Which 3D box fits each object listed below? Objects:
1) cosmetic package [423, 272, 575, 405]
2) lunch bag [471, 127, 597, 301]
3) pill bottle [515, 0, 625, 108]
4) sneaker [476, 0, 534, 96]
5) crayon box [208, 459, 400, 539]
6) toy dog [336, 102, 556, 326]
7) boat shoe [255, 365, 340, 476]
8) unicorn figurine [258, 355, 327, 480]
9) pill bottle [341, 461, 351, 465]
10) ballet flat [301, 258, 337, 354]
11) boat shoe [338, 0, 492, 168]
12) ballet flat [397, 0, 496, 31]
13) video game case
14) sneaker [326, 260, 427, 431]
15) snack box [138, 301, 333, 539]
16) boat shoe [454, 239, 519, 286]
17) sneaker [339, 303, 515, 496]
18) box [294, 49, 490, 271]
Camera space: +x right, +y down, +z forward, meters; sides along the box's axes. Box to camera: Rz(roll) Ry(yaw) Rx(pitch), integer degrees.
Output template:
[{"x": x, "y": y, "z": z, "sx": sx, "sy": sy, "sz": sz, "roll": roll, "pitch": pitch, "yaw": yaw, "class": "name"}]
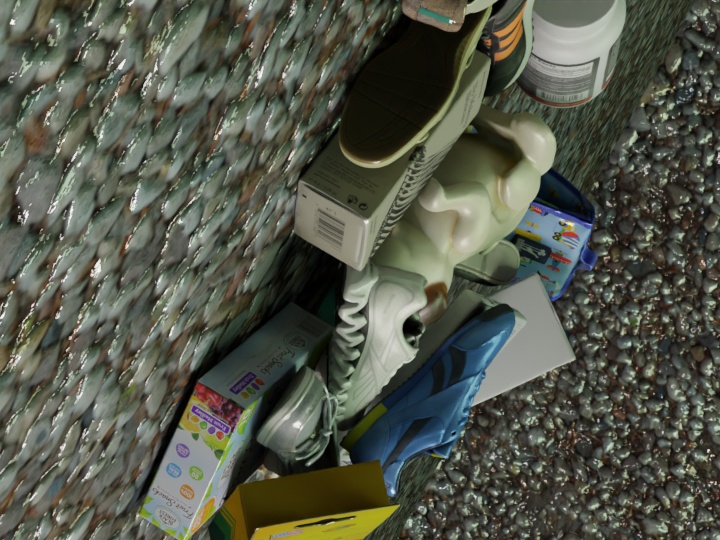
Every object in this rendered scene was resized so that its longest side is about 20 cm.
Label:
[{"x": 0.112, "y": 0.088, "z": 1.674, "sx": 0.199, "sy": 0.102, "sz": 0.074, "roll": -23, "pitch": 176, "yaw": 0, "class": "cosmetic package"}, {"x": 0.162, "y": -0.057, "z": 1.706, "sx": 0.094, "sy": 0.199, "sz": 0.151, "roll": -52, "pitch": 167, "yaw": -33, "class": "lunch bag"}, {"x": 0.209, "y": -0.250, "z": 1.634, "sx": 0.116, "sy": 0.115, "sz": 0.200, "roll": -57, "pitch": 169, "yaw": -10, "class": "pill bottle"}, {"x": 0.111, "y": -0.227, "z": 1.416, "sx": 0.090, "sy": 0.070, "sz": 0.201, "roll": -32, "pitch": 154, "yaw": -36, "class": "sneaker"}, {"x": -0.051, "y": 0.210, "z": 1.373, "sx": 0.126, "sy": 0.051, "sz": 0.200, "roll": -7, "pitch": 162, "yaw": -18, "class": "crayon box"}, {"x": 0.061, "y": -0.047, "z": 1.447, "sx": 0.200, "sy": 0.139, "sz": 0.194, "roll": -49, "pitch": 159, "yaw": -21, "class": "toy dog"}, {"x": -0.044, "y": 0.139, "z": 1.361, "sx": 0.075, "sy": 0.065, "sz": 0.202, "roll": -56, "pitch": 170, "yaw": -22, "class": "boat shoe"}, {"x": -0.066, "y": 0.134, "z": 1.548, "sx": 0.138, "sy": 0.074, "sz": 0.200, "roll": -54, "pitch": -172, "yaw": -12, "class": "unicorn figurine"}, {"x": -0.015, "y": 0.232, "z": 1.889, "sx": 0.201, "sy": 0.119, "sz": 0.120, "roll": -60, "pitch": 169, "yaw": 3, "class": "pill bottle"}, {"x": 0.000, "y": 0.000, "z": 1.513, "sx": 0.200, "sy": 0.070, "sz": 0.071, "roll": -55, "pitch": 168, "yaw": -28, "class": "ballet flat"}, {"x": 0.046, "y": -0.153, "z": 1.277, "sx": 0.063, "sy": 0.073, "sz": 0.201, "roll": 90, "pitch": 25, "yaw": -61, "class": "boat shoe"}, {"x": 0.101, "y": -0.252, "z": 1.264, "sx": 0.200, "sy": 0.067, "sz": 0.068, "roll": -53, "pitch": 168, "yaw": -31, "class": "ballet flat"}, {"x": 0.065, "y": 0.105, "z": 1.541, "sx": 0.200, "sy": 0.023, "sz": 0.182, "roll": -48, "pitch": 161, "yaw": 8, "class": "video game case"}, {"x": 0.011, "y": 0.070, "z": 1.387, "sx": 0.201, "sy": 0.080, "sz": 0.075, "roll": 100, "pitch": -9, "yaw": -48, "class": "sneaker"}, {"x": -0.102, "y": 0.125, "z": 1.378, "sx": 0.143, "sy": 0.053, "sz": 0.200, "roll": -66, "pitch": 169, "yaw": 25, "class": "snack box"}, {"x": 0.080, "y": -0.031, "z": 1.635, "sx": 0.199, "sy": 0.057, "sz": 0.067, "roll": 26, "pitch": 76, "yaw": -41, "class": "boat shoe"}, {"x": 0.076, "y": 0.116, "z": 1.429, "sx": 0.200, "sy": 0.078, "sz": 0.066, "roll": -43, "pitch": 165, "yaw": -8, "class": "sneaker"}, {"x": 0.027, "y": -0.103, "z": 1.319, "sx": 0.200, "sy": 0.068, "sz": 0.082, "roll": -53, "pitch": 166, "yaw": -28, "class": "box"}]
